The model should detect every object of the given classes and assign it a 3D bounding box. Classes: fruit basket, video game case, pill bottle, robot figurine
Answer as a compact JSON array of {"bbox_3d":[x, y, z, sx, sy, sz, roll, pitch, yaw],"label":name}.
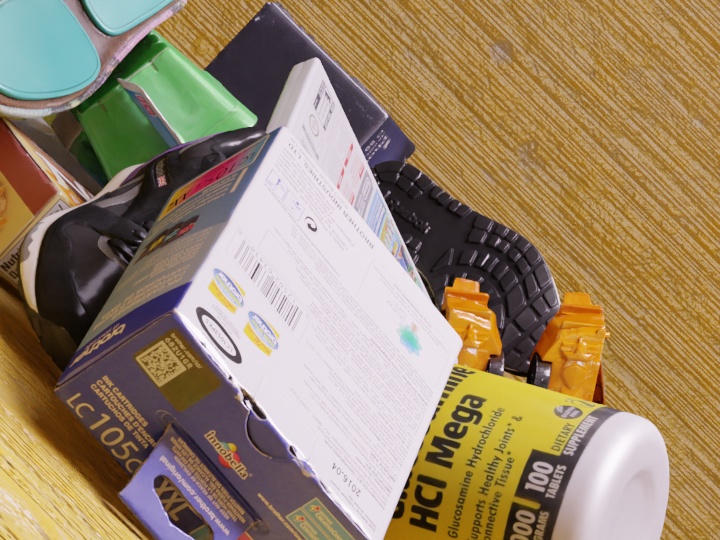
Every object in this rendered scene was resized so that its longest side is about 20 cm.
[{"bbox_3d":[-0.085,-0.032,1.545,0.201,0.093,0.185,60,-5,-19],"label":"fruit basket"},{"bbox_3d":[0.000,0.000,1.534,0.143,0.018,0.201,-73,141,-64],"label":"video game case"},{"bbox_3d":[0.036,0.100,1.351,0.199,0.113,0.112,15,-11,24],"label":"pill bottle"},{"bbox_3d":[0.084,0.106,1.726,0.144,0.201,0.058,8,30,-5],"label":"robot figurine"}]

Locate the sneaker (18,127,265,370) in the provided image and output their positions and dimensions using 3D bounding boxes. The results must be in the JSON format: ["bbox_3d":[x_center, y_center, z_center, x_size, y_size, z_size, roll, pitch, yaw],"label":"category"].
[{"bbox_3d":[-0.091,-0.019,1.329,0.076,0.087,0.200,56,25,-13],"label":"sneaker"}]

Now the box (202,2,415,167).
[{"bbox_3d":[-0.074,-0.064,1.997,0.123,0.200,0.198,44,2,7],"label":"box"}]

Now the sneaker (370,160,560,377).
[{"bbox_3d":[0.075,0.009,1.826,0.200,0.076,0.088,46,-4,39],"label":"sneaker"}]

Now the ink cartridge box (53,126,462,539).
[{"bbox_3d":[-0.043,0.047,1.204,0.137,0.076,0.200,50,28,-15],"label":"ink cartridge box"}]

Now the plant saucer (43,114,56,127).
[{"bbox_3d":[-0.190,-0.082,1.752,0.199,0.048,0.200,32,-6,22],"label":"plant saucer"}]

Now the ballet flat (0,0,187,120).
[{"bbox_3d":[-0.159,-0.122,1.476,0.069,0.071,0.200,56,40,-9],"label":"ballet flat"}]

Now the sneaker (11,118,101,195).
[{"bbox_3d":[-0.221,-0.087,1.610,0.200,0.075,0.088,48,-14,-19],"label":"sneaker"}]

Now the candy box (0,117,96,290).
[{"bbox_3d":[-0.124,0.012,1.474,0.200,0.055,0.115,42,2,-34],"label":"candy box"}]
